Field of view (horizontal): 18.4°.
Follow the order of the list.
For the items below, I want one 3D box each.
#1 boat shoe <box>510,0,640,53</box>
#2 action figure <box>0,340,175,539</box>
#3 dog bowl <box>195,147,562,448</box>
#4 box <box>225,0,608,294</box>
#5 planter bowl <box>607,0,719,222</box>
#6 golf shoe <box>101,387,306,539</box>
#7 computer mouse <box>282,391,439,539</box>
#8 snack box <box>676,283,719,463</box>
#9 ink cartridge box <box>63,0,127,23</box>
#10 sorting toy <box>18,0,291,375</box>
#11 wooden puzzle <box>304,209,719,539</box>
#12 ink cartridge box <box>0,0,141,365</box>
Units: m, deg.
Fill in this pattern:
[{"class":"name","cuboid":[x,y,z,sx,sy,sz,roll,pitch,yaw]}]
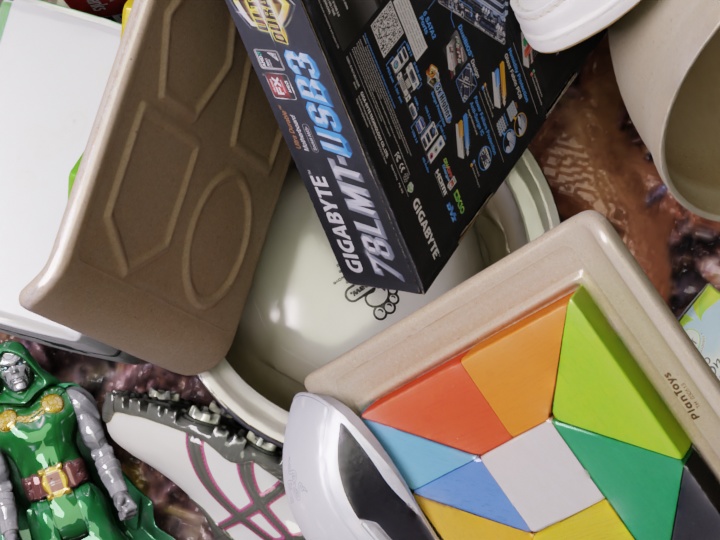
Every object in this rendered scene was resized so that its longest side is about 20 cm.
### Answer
[{"class":"boat shoe","cuboid":[0.128,-0.189,0.994,0.069,0.071,0.200,34,102,-33]},{"class":"action figure","cuboid":[-0.148,0.130,1.134,0.118,0.055,0.200,-22,84,-8]},{"class":"dog bowl","cuboid":[0.000,0.000,1.119,0.200,0.074,0.200,0,81,-2]},{"class":"box","cuboid":[0.028,-0.127,1.006,0.050,0.200,0.199,7,48,34]},{"class":"planter bowl","cuboid":[0.201,-0.140,1.081,0.200,0.200,0.135,-31,54,1]},{"class":"golf shoe","cuboid":[-0.050,0.125,1.118,0.200,0.077,0.088,27,93,8]},{"class":"computer mouse","cuboid":[0.015,0.147,1.042,0.044,0.110,0.200,-37,99,-21]},{"class":"snack box","cuboid":[0.218,0.099,1.048,0.200,0.169,0.068,37,87,8]},{"class":"ink cartridge box","cuboid":[-0.057,-0.173,1.087,0.176,0.200,0.084,-14,81,4]},{"class":"sorting toy","cuboid":[-0.077,-0.060,0.992,0.036,0.185,0.200,20,85,22]},{"class":"wooden puzzle","cuboid":[0.085,0.090,0.996,0.200,0.037,0.185,-31,97,39]},{"class":"ink cartridge box","cuboid":[-0.138,-0.036,1.081,0.083,0.200,0.147,16,86,3]}]
